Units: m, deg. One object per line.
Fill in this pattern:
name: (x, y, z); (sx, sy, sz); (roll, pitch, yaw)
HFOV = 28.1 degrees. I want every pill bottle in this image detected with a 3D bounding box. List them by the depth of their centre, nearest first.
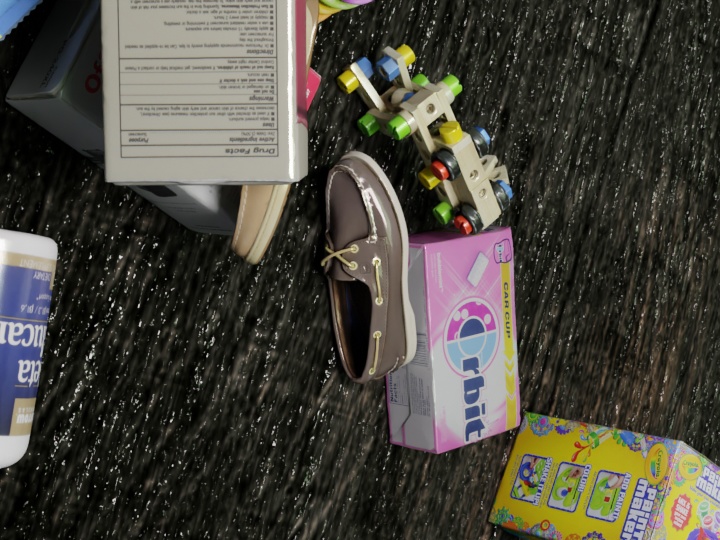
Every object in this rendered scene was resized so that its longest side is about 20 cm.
pill bottle: (-0.271, 0.070, 0.962); (0.111, 0.111, 0.201); (10, 87, -43)

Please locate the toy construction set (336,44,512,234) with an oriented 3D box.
toy construction set: (0.069, -0.103, 1.262); (0.092, 0.131, 0.200); (-51, 131, -6)

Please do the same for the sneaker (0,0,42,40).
sneaker: (-0.247, -0.218, 0.991); (0.200, 0.066, 0.079); (-50, 120, -27)

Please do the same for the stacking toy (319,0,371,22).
stacking toy: (-0.016, -0.242, 1.109); (0.116, 0.199, 0.111); (-10, 100, -42)

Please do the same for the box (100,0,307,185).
box: (-0.100, -0.159, 0.955); (0.127, 0.109, 0.201); (0, 96, 2)

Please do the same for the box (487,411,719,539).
box: (0.271, 0.242, 1.424); (0.200, 0.192, 0.123); (33, 71, -39)

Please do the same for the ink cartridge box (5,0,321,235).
ink cartridge box: (-0.144, -0.138, 1.080); (0.200, 0.083, 0.146); (37, 70, -38)

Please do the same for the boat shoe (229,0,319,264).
boat shoe: (-0.078, -0.106, 1.050); (0.064, 0.071, 0.201); (10, 96, -9)

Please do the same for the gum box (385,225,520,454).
gum box: (0.083, 0.065, 1.319); (0.113, 0.066, 0.201); (-11, 101, -40)

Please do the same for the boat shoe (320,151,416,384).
boat shoe: (0.000, 0.000, 1.236); (0.059, 0.072, 0.201); (-28, 118, -41)
